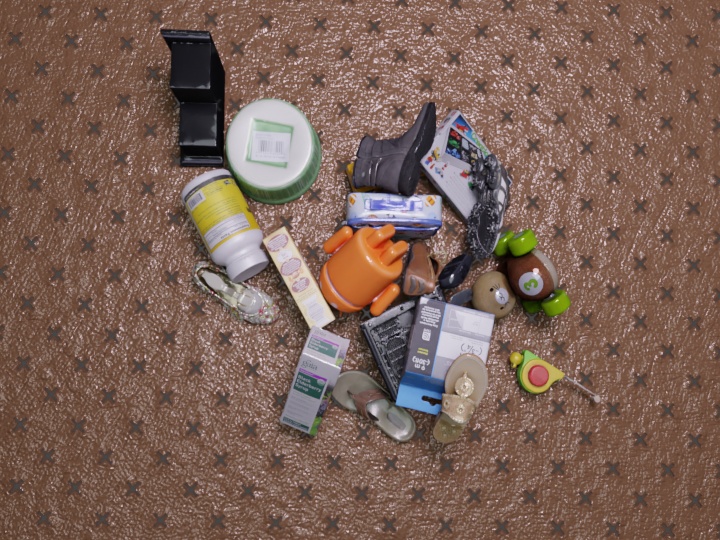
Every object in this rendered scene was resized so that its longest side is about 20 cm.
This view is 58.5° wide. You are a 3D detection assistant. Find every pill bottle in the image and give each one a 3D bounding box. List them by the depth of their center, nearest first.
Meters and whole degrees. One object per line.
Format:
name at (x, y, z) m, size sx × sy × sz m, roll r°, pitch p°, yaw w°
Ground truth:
pill bottle at (-0.260, -0.085, 1.258) m, size 0.111 × 0.113 × 0.203 m, roll -28°, pitch 83°, yaw -3°

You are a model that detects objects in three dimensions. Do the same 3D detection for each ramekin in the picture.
ramekin at (-0.176, -0.241, 1.285) m, size 0.194 × 0.098 × 0.206 m, roll 0°, pitch 86°, yaw -2°

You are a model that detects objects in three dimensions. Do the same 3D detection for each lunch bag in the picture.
lunch bag at (0.059, -0.106, 1.255) m, size 0.194 × 0.160 × 0.078 m, roll 0°, pitch 85°, yaw -3°

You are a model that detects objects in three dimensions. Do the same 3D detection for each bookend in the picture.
bookend at (-0.319, -0.321, 1.236) m, size 0.090 × 0.199 × 0.206 m, roll 0°, pitch 87°, yaw -4°

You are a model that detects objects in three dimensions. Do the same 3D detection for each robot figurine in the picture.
robot figurine at (0.001, 0.002, 1.202) m, size 0.142 × 0.118 × 0.200 m, roll 30°, pitch 126°, yaw -27°

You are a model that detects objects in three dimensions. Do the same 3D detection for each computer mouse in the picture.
computer mouse at (0.216, -0.029, 1.280) m, size 0.034 × 0.058 × 0.201 m, roll 49°, pitch 58°, yaw -13°

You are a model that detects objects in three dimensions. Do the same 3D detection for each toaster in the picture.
toaster at (0.113, 0.151, 1.261) m, size 0.178 × 0.119 × 0.204 m, roll -26°, pitch 88°, yaw -3°

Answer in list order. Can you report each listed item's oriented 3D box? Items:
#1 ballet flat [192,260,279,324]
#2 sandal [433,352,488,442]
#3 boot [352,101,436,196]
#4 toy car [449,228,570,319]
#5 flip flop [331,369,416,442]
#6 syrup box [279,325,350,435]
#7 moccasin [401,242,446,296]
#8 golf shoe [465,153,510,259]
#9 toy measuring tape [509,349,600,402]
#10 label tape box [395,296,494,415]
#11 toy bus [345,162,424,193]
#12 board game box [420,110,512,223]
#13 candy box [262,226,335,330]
ballet flat at (-0.254, 0.048, 1.282) m, size 0.197 × 0.064 × 0.077 m, roll 28°, pitch 85°, yaw -1°
sandal at (0.174, 0.248, 1.128) m, size 0.076 × 0.070 × 0.215 m, roll 13°, pitch 127°, yaw -1°
boot at (0.062, -0.240, 1.209) m, size 0.129 × 0.070 × 0.203 m, roll 14°, pitch 68°, yaw 23°
toy car at (0.272, 0.045, 1.247) m, size 0.198 × 0.158 × 0.166 m, roll -33°, pitch 97°, yaw -10°
flip flop at (0.028, 0.271, 1.281) m, size 0.199 × 0.058 × 0.082 m, roll 38°, pitch 86°, yaw 1°
syrup box at (-0.088, 0.210, 1.216) m, size 0.077 × 0.082 × 0.203 m, roll 20°, pitch 128°, yaw 0°
moccasin at (0.124, -0.005, 1.235) m, size 0.076 × 0.202 × 0.076 m, roll 9°, pitch 104°, yaw 4°
golf shoe at (0.260, -0.119, 1.253) m, size 0.077 × 0.093 × 0.206 m, roll 3°, pitch 83°, yaw 43°
toy measuring tape at (0.382, 0.231, 1.292) m, size 0.197 × 0.074 × 0.075 m, roll 32°, pitch 86°, yaw 1°
label tape box at (0.154, 0.164, 1.171) m, size 0.141 × 0.063 × 0.205 m, roll 13°, pitch 86°, yaw -1°
toy bus at (0.071, -0.211, 1.294) m, size 0.196 × 0.078 × 0.067 m, roll -19°, pitch 87°, yaw -18°
board game box at (0.207, -0.200, 1.287) m, size 0.127 × 0.035 × 0.200 m, roll -47°, pitch 116°, yaw -6°
candy box at (-0.118, 0.021, 1.263) m, size 0.054 × 0.115 × 0.203 m, roll -28°, pitch 88°, yaw -4°
